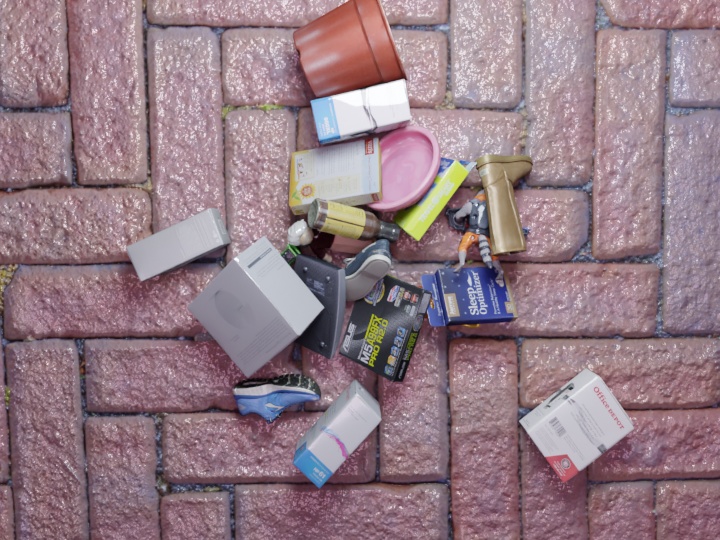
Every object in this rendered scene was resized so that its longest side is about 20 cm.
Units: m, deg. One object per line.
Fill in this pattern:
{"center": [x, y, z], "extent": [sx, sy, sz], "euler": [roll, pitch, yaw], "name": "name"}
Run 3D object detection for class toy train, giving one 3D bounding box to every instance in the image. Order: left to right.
{"center": [-0.111, -0.075, 1.541], "extent": [0.200, 0.056, 0.042], "euler": [-44, 94, 3], "name": "toy train"}

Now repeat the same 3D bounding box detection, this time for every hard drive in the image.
{"center": [-0.089, 0.074, 1.514], "extent": [0.133, 0.042, 0.205], "euler": [20, 115, 34], "name": "hard drive"}

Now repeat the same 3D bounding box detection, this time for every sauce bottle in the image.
{"center": [-0.012, -0.095, 1.456], "extent": [0.196, 0.064, 0.066], "euler": [14, 94, -27], "name": "sauce bottle"}

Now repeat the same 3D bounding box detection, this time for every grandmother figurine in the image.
{"center": [-0.062, -0.072, 1.497], "extent": [0.196, 0.060, 0.124], "euler": [4, 105, -29], "name": "grandmother figurine"}

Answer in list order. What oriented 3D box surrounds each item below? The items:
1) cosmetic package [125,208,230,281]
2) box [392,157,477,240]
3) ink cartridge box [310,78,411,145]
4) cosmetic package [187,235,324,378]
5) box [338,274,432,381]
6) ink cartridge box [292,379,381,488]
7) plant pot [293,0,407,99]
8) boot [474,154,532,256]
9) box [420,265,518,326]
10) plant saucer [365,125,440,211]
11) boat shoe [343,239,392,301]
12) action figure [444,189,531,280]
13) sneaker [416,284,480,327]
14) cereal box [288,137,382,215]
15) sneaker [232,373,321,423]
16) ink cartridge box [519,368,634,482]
{"center": [-0.386, -0.055, 1.515], "extent": [0.196, 0.107, 0.092], "euler": [-21, 95, -1], "name": "cosmetic package"}
{"center": [0.154, -0.163, 1.503], "extent": [0.047, 0.122, 0.201], "euler": [36, 94, -14], "name": "box"}
{"center": [0.001, -0.327, 1.478], "extent": [0.195, 0.145, 0.086], "euler": [-13, 96, 1], "name": "ink cartridge box"}
{"center": [-0.218, 0.078, 1.479], "extent": [0.201, 0.123, 0.199], "euler": [50, 126, -3], "name": "cosmetic package"}
{"center": [0.052, 0.114, 1.522], "extent": [0.158, 0.044, 0.205], "euler": [22, 95, 34], "name": "box"}
{"center": [-0.048, 0.347, 1.529], "extent": [0.084, 0.145, 0.201], "euler": [41, 93, -4], "name": "ink cartridge box"}
{"center": [-0.025, -0.454, 1.455], "extent": [0.191, 0.201, 0.205], "euler": [-20, 95, 9], "name": "plant pot"}
{"center": [0.316, -0.136, 1.489], "extent": [0.172, 0.066, 0.205], "euler": [-6, 80, -36], "name": "boot"}
{"center": [0.233, 0.055, 1.517], "extent": [0.195, 0.033, 0.124], "euler": [-3, 65, -15], "name": "box"}
{"center": [0.085, -0.207, 1.490], "extent": [0.201, 0.201, 0.051], "euler": [-47, 135, 3], "name": "plant saucer"}
{"center": [0.000, 0.000, 1.495], "extent": [0.074, 0.200, 0.063], "euler": [22, 53, -18], "name": "boat shoe"}
{"center": [0.282, -0.083, 1.515], "extent": [0.194, 0.105, 0.199], "euler": [5, 75, -6], "name": "action figure"}
{"center": [0.174, 0.076, 1.547], "extent": [0.195, 0.077, 0.075], "euler": [9, 96, 0], "name": "sneaker"}
{"center": [-0.051, -0.198, 1.487], "extent": [0.195, 0.040, 0.147], "euler": [-7, 58, 11], "name": "cereal box"}
{"center": [-0.181, 0.285, 1.566], "extent": [0.195, 0.079, 0.092], "euler": [-5, 102, 8], "name": "sneaker"}
{"center": [0.476, 0.340, 1.567], "extent": [0.199, 0.083, 0.148], "euler": [-37, 94, 3], "name": "ink cartridge box"}
